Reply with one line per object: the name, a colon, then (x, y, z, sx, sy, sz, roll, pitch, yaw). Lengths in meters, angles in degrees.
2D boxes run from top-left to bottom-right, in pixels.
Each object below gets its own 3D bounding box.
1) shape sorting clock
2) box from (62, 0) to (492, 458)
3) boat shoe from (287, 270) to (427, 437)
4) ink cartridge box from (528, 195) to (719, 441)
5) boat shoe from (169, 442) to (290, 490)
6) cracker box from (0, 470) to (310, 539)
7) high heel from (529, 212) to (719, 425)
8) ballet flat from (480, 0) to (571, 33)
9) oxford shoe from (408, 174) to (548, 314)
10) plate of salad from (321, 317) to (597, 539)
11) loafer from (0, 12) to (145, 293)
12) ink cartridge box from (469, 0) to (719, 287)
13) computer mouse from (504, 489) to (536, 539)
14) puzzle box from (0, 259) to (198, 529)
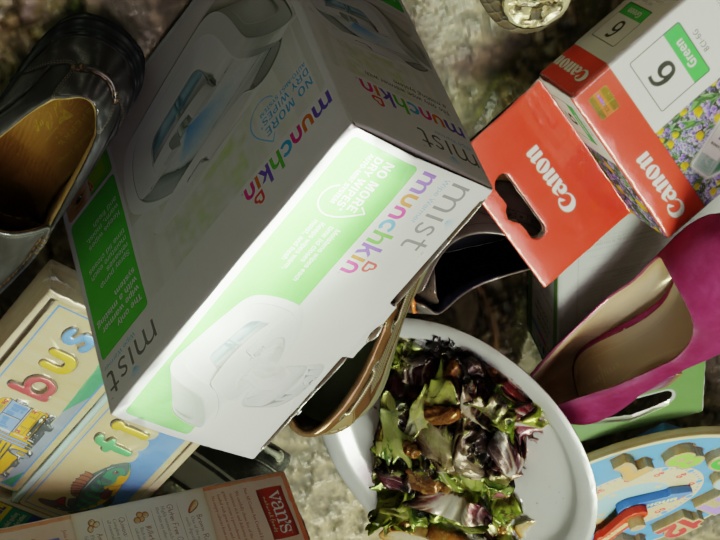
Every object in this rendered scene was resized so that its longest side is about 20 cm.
shape sorting clock: (0.184, 0.158, 1.252, 0.199, 0.039, 0.200, -15, 155, -7)
box: (-0.050, -0.040, 0.916, 0.096, 0.177, 0.200, 22, 122, -35)
boat shoe: (0.000, 0.000, 0.978, 0.075, 0.074, 0.201, 14, 108, 8)
ink cartridge box: (0.161, 0.014, 1.129, 0.103, 0.059, 0.201, -14, 136, -8)
boat shoe: (-0.120, 0.079, 1.090, 0.200, 0.071, 0.064, 43, 76, -35)
cracker box: (-0.138, 0.192, 1.062, 0.199, 0.058, 0.134, -10, 145, -22)
high heel: (0.151, 0.031, 1.030, 0.095, 0.068, 0.200, -14, 162, -17)
ballet flat: (0.092, -0.197, 0.910, 0.067, 0.046, 0.201, -9, 134, -14)
oxford shoe: (0.010, -0.008, 1.042, 0.199, 0.073, 0.071, -18, 136, -4)
plate of salad: (0.051, 0.119, 1.117, 0.048, 0.199, 0.201, -43, 153, -42)
loafer: (-0.183, -0.040, 0.929, 0.073, 0.072, 0.200, 29, 116, -13)
ink cartridge box: (0.158, -0.083, 0.993, 0.200, 0.050, 0.109, -41, 118, -1)
computer mouse: (0.076, 0.127, 1.177, 0.138, 0.053, 0.201, 0, 121, 39)
puzzle box: (-0.167, 0.090, 1.015, 0.133, 0.026, 0.200, 27, 124, -26)
